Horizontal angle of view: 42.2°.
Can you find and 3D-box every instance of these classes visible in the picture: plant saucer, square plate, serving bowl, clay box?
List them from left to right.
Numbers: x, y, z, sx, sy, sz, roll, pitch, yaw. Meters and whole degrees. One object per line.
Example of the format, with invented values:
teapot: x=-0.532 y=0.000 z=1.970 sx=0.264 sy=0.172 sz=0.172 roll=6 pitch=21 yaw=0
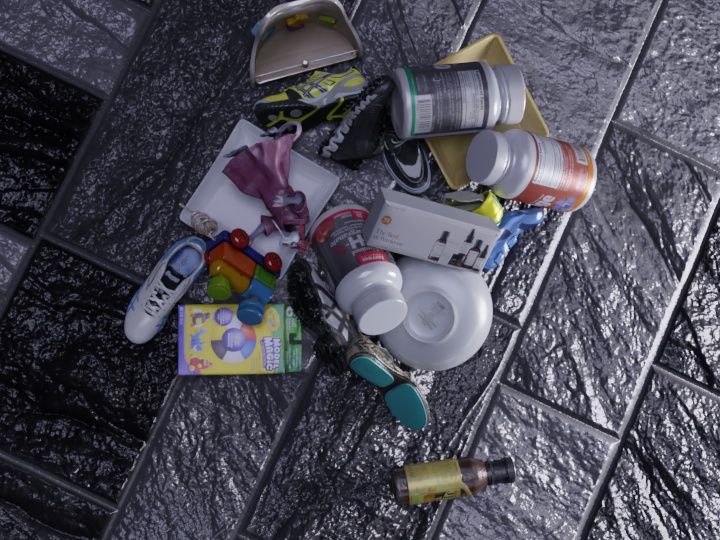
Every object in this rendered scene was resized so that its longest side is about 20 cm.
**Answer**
clay box: x=-0.195 y=0.112 z=1.516 sx=0.198 sy=0.048 sz=0.116 roll=-1 pitch=84 yaw=-3
square plate: x=-0.166 y=-0.118 z=1.552 sx=0.197 sy=0.028 sz=0.201 roll=31 pitch=83 yaw=1
serving bowl: x=0.113 y=0.069 z=1.502 sx=0.198 sy=0.066 sz=0.202 roll=1 pitch=96 yaw=9
plant saucer: x=0.186 y=-0.265 z=1.569 sx=0.199 sy=0.048 sz=0.201 roll=-29 pitch=94 yaw=-8

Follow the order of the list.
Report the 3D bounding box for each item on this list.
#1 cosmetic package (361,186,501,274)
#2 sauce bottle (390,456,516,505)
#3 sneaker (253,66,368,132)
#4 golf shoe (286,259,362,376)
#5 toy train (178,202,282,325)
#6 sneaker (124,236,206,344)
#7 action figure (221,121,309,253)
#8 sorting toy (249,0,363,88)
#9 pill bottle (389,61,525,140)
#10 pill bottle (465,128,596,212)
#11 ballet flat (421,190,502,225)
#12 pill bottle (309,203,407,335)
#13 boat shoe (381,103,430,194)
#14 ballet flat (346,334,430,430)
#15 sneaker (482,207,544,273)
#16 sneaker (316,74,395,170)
cosmetic package: x=0.109 y=-0.060 z=1.439 sx=0.198 sy=0.051 sz=0.083 roll=13 pitch=116 yaw=-19
sauce bottle: x=0.150 y=0.335 z=1.505 sx=0.198 sy=0.065 sz=0.065 roll=-8 pitch=84 yaw=-3
sneaker: x=-0.082 y=-0.288 z=1.563 sx=0.198 sy=0.076 sz=0.077 roll=-10 pitch=64 yaw=-7
golf shoe: x=-0.050 y=0.067 z=1.519 sx=0.094 sy=0.077 sz=0.201 roll=-28 pitch=98 yaw=-38
toy train: x=-0.217 y=-0.006 z=1.445 sx=0.200 sy=0.084 sz=0.116 roll=37 pitch=40 yaw=-30
sneaker: x=-0.318 y=0.029 z=1.505 sx=0.072 sy=0.072 sz=0.201 roll=34 pitch=84 yaw=-1
action figure: x=-0.134 y=-0.118 z=1.509 sx=0.149 sy=0.133 sz=0.201 roll=-39 pitch=103 yaw=-49
sorting toy: x=-0.098 y=-0.392 z=1.509 sx=0.198 sy=0.180 sz=0.108 roll=-16 pitch=85 yaw=-6
pill bottle: x=0.153 y=-0.272 z=1.483 sx=0.198 sy=0.113 sz=0.114 roll=-6 pitch=84 yaw=-10
pill bottle: x=0.274 y=-0.165 z=1.509 sx=0.199 sy=0.112 sz=0.113 roll=10 pitch=83 yaw=-28
ballet flat: x=0.131 y=-0.094 z=1.517 sx=0.198 sy=0.067 sz=0.067 roll=-8 pitch=42 yaw=21
pill bottle: x=0.000 y=0.000 z=1.467 sx=0.110 sy=0.111 sz=0.201 roll=-22 pitch=53 yaw=-6
boat shoe: x=0.062 y=-0.224 z=1.556 sx=0.072 sy=0.071 sz=0.201 roll=-24 pitch=86 yaw=-6
ballet flat: x=0.050 y=0.172 z=1.504 sx=0.068 sy=0.076 sz=0.200 roll=-29 pitch=120 yaw=25
sneaker: x=0.218 y=-0.044 z=1.549 sx=0.199 sy=0.074 sz=0.083 roll=-25 pitch=84 yaw=3
sneaker: x=0.014 y=-0.234 z=1.515 sx=0.090 sy=0.200 sz=0.067 roll=34 pitch=44 yaw=-11
